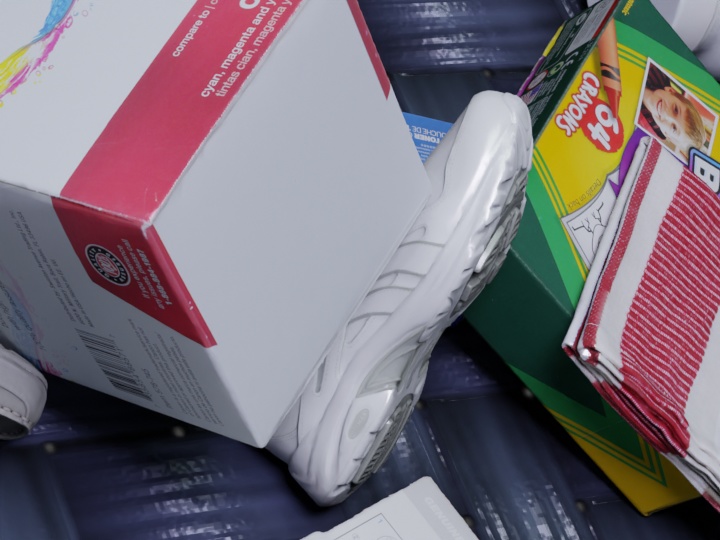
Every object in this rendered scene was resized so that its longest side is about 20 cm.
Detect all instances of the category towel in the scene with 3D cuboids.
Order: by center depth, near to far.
[{"bbox_3d":[0.181,0.048,1.223,0.200,0.023,0.144,44,46,-22],"label":"towel"}]

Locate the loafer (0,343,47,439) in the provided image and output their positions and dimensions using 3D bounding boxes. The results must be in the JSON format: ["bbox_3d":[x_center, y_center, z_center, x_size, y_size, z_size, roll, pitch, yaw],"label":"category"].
[{"bbox_3d":[-0.226,0.047,1.062,0.199,0.070,0.070,12,65,-18],"label":"loafer"}]

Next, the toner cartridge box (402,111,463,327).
[{"bbox_3d":[-0.040,-0.040,1.237,0.199,0.043,0.095,11,53,-20],"label":"toner cartridge box"}]

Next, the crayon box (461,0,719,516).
[{"bbox_3d":[0.135,-0.013,1.264,0.173,0.058,0.200,47,46,-15],"label":"crayon box"}]

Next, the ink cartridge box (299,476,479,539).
[{"bbox_3d":[0.001,0.190,1.085,0.200,0.050,0.161,-24,69,-44],"label":"ink cartridge box"}]

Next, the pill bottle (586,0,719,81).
[{"bbox_3d":[0.229,-0.158,1.421,0.199,0.116,0.117,-1,56,-29],"label":"pill bottle"}]

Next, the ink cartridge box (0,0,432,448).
[{"bbox_3d":[-0.103,-0.047,1.065,0.200,0.145,0.145,16,59,31],"label":"ink cartridge box"}]

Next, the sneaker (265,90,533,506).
[{"bbox_3d":[0.000,0.000,1.137,0.099,0.200,0.078,33,13,10],"label":"sneaker"}]
